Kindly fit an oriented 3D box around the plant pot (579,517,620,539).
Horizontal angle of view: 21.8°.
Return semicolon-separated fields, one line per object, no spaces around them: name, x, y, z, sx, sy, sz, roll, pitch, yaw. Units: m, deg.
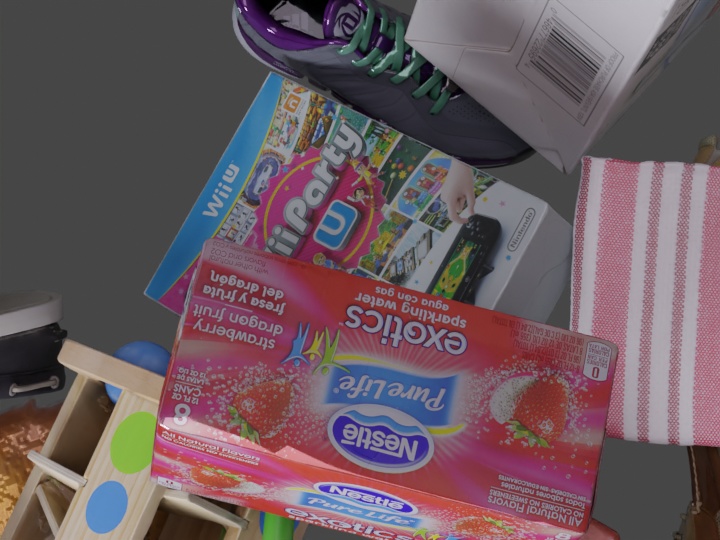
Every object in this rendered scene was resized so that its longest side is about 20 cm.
plant pot;0.073;0.221;0.960;0.200;0.201;0.196;29;80;8

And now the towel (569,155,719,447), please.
towel;0.206;0.020;0.959;0.198;0.030;0.148;4;89;3

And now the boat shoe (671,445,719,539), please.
boat shoe;0.201;0.151;1.004;0.074;0.075;0.201;-20;83;31

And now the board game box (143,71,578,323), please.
board game box;0.000;0.000;1.008;0.199;0.064;0.148;28;87;34

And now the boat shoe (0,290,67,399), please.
boat shoe;-0.249;0.060;1.021;0.074;0.199;0.061;6;107;48

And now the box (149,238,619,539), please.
box;0.008;0.067;0.866;0.198;0.100;0.096;15;67;-3

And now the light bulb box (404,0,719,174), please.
light bulb box;0.143;-0.191;0.958;0.125;0.198;0.200;41;68;8

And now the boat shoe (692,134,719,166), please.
boat shoe;0.206;-0.039;1.036;0.199;0.072;0.076;-27;60;0

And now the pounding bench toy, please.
pounding bench toy;-0.077;0.135;0.959;0.199;0.124;0.157;17;78;41

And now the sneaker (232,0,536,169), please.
sneaker;0.013;-0.115;1.044;0.199;0.088;0.075;23;87;7
